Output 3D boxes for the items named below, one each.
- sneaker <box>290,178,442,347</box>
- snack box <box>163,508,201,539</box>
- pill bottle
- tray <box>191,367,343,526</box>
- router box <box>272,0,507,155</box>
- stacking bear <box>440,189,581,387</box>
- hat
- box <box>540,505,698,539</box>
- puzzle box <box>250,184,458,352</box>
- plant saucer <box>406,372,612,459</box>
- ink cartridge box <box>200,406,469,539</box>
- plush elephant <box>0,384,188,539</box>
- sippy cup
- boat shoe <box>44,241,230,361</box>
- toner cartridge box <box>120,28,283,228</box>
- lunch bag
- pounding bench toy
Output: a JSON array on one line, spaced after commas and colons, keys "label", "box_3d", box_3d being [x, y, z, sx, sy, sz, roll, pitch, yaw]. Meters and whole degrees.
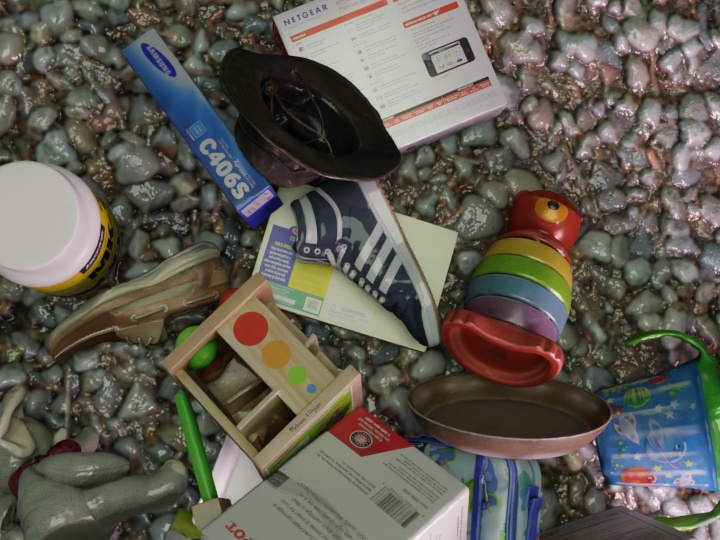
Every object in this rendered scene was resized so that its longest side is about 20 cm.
[{"label": "sneaker", "box_3d": [0.000, 0.000, 1.074, 0.108, 0.070, 0.201, -24, 85, -7]}, {"label": "snack box", "box_3d": [-0.133, 0.308, 0.991, 0.141, 0.200, 0.053, 23, 102, -2]}, {"label": "pill bottle", "box_3d": [-0.296, -0.038, 1.013, 0.113, 0.200, 0.116, 0, 85, -4]}, {"label": "tray", "box_3d": [-0.085, 0.182, 1.087, 0.107, 0.022, 0.201, 23, 74, -3]}, {"label": "router box", "box_3d": [0.030, -0.216, 1.133, 0.198, 0.049, 0.181, -22, 87, -6]}, {"label": "stacking bear", "box_3d": [0.168, 0.006, 1.085, 0.120, 0.114, 0.201, 19, 64, 10]}, {"label": "hat", "box_3d": [-0.061, -0.127, 1.034, 0.200, 0.201, 0.081, 35, 121, -1]}, {"label": "box", "box_3d": [0.243, 0.309, 1.024, 0.127, 0.200, 0.110, -17, 87, -6]}, {"label": "puzzle box", "box_3d": [-0.009, -0.006, 1.121, 0.198, 0.025, 0.134, 18, 84, -3]}, {"label": "plant saucer", "box_3d": [0.143, 0.142, 1.040, 0.198, 0.200, 0.032, 2, 102, -5]}, {"label": "ink cartridge box", "box_3d": [-0.021, 0.237, 0.953, 0.199, 0.084, 0.144, -33, 49, -31]}, {"label": "plush elephant", "box_3d": [-0.294, 0.203, 1.027, 0.199, 0.165, 0.155, 1, 42, -36]}, {"label": "sippy cup", "box_3d": [0.304, 0.161, 1.079, 0.129, 0.140, 0.179, -9, 58, 14]}, {"label": "boat shoe", "box_3d": [-0.221, 0.044, 1.076, 0.199, 0.076, 0.072, -29, 89, -5]}, {"label": "toner cartridge box", "box_3d": [-0.157, -0.141, 1.075, 0.043, 0.095, 0.201, -36, 82, -3]}, {"label": "lunch bag", "box_3d": [0.095, 0.262, 1.041, 0.160, 0.082, 0.202, 1, 83, 34]}, {"label": "pounding bench toy", "box_3d": [-0.122, 0.128, 1.016, 0.156, 0.124, 0.200, 43, 77, 15]}]
